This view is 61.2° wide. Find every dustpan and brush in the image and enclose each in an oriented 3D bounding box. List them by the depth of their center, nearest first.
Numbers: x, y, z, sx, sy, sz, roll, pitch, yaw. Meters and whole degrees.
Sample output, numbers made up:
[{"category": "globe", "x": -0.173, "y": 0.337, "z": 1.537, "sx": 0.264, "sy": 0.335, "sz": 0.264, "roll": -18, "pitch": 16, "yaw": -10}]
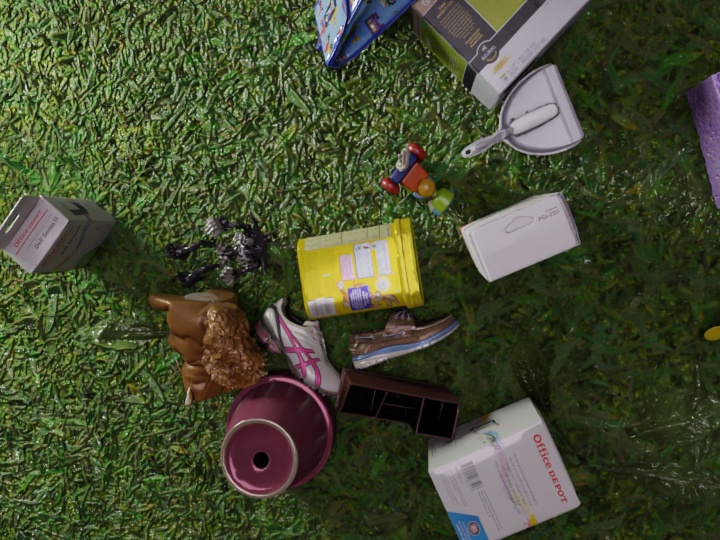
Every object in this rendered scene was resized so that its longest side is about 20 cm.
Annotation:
[{"category": "dustpan and brush", "x": 0.257, "y": -0.236, "z": 1.003, "sx": 0.197, "sy": 0.057, "sz": 0.141, "roll": -25, "pitch": 97, "yaw": 12}]

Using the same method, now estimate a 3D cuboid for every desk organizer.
[{"category": "desk organizer", "x": 0.062, "y": 0.226, "z": 1.026, "sx": 0.196, "sy": 0.077, "sz": 0.073, "roll": 12, "pitch": 95, "yaw": -10}]

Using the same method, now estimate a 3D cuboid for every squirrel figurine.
[{"category": "squirrel figurine", "x": -0.255, "y": 0.141, "z": 1.034, "sx": 0.198, "sy": 0.140, "sz": 0.190, "roll": 14, "pitch": 105, "yaw": 39}]

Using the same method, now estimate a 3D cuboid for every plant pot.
[{"category": "plant pot", "x": -0.147, "y": 0.285, "z": 1.029, "sx": 0.196, "sy": 0.179, "sz": 0.204, "roll": 0, "pitch": 93, "yaw": 6}]

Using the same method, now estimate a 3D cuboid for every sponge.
[{"category": "sponge", "x": 0.565, "y": -0.199, "z": 0.947, "sx": 0.029, "sy": 0.112, "sz": 0.203, "roll": -17, "pitch": 92, "yaw": 9}]

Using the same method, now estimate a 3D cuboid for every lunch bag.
[{"category": "lunch bag", "x": -0.008, "y": -0.430, "z": 0.972, "sx": 0.200, "sy": 0.093, "sz": 0.152, "roll": -44, "pitch": 48, "yaw": 37}]

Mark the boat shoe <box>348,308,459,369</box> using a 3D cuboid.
[{"category": "boat shoe", "x": 0.070, "y": 0.105, "z": 1.045, "sx": 0.197, "sy": 0.072, "sz": 0.073, "roll": -22, "pitch": 89, "yaw": 7}]

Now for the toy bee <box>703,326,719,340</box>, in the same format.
[{"category": "toy bee", "x": 0.621, "y": 0.118, "z": 0.978, "sx": 0.129, "sy": 0.109, "sz": 0.203, "roll": 15, "pitch": 71, "yaw": 13}]

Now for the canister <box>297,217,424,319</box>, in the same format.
[{"category": "canister", "x": 0.000, "y": 0.000, "z": 1.038, "sx": 0.196, "sy": 0.087, "sz": 0.151, "roll": -9, "pitch": 88, "yaw": 9}]

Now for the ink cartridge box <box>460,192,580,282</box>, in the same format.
[{"category": "ink cartridge box", "x": 0.240, "y": -0.056, "z": 0.949, "sx": 0.144, "sy": 0.200, "sz": 0.086, "roll": -23, "pitch": 91, "yaw": 8}]

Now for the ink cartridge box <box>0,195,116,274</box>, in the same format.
[{"category": "ink cartridge box", "x": -0.519, "y": -0.060, "z": 1.038, "sx": 0.067, "sy": 0.200, "sz": 0.118, "roll": 39, "pitch": 97, "yaw": 3}]

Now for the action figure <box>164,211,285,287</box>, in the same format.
[{"category": "action figure", "x": -0.235, "y": -0.031, "z": 1.058, "sx": 0.197, "sy": 0.102, "sz": 0.121, "roll": -17, "pitch": 90, "yaw": 11}]

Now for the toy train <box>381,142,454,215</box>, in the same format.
[{"category": "toy train", "x": 0.100, "y": -0.136, "z": 0.964, "sx": 0.115, "sy": 0.200, "sz": 0.085, "roll": 38, "pitch": 97, "yaw": -2}]

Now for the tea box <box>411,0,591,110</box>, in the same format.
[{"category": "tea box", "x": 0.215, "y": -0.405, "z": 0.964, "sx": 0.200, "sy": 0.134, "sz": 0.197, "roll": -45, "pitch": 89, "yaw": 7}]

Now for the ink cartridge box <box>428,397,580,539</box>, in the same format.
[{"category": "ink cartridge box", "x": 0.229, "y": 0.329, "z": 1.003, "sx": 0.197, "sy": 0.145, "sz": 0.149, "roll": -25, "pitch": 91, "yaw": 8}]

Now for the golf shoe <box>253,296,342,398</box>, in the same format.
[{"category": "golf shoe", "x": -0.093, "y": 0.136, "z": 1.065, "sx": 0.200, "sy": 0.073, "sz": 0.092, "roll": 43, "pitch": 97, "yaw": 2}]
